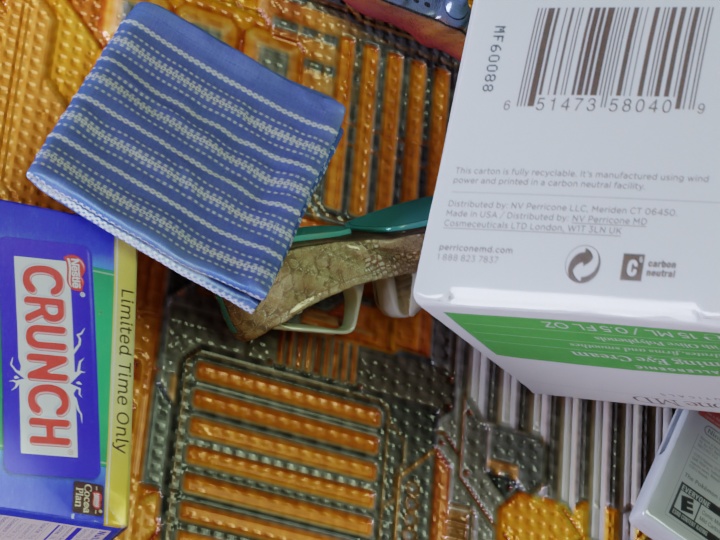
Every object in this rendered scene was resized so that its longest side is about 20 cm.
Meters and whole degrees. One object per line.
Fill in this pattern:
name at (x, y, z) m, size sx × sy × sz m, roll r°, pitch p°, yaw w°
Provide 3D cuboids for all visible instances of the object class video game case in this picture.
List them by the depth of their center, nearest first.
video game case at (0.273, 0.131, 1.415) m, size 0.199 × 0.023 × 0.183 m, roll 35°, pitch 58°, yaw -9°

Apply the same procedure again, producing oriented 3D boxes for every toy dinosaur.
toy dinosaur at (0.034, -0.168, 1.447) m, size 0.199 × 0.105 × 0.182 m, roll -27°, pitch 99°, yaw 5°

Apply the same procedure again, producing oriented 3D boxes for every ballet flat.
ballet flat at (0.000, 0.000, 1.349) m, size 0.199 × 0.070 × 0.066 m, roll -12°, pitch 102°, yaw -29°

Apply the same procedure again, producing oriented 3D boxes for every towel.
towel at (-0.089, -0.070, 1.296) m, size 0.144 × 0.024 × 0.200 m, roll 30°, pitch 35°, yaw -6°

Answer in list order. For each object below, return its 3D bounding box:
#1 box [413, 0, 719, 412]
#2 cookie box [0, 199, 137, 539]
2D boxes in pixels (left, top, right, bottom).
box at (0.165, -0.040, 1.314) m, size 0.171 × 0.198 × 0.202 m, roll 35°, pitch 63°, yaw -55°
cookie box at (-0.217, 0.048, 1.191) m, size 0.199 × 0.075 × 0.172 m, roll 11°, pitch 63°, yaw -25°
